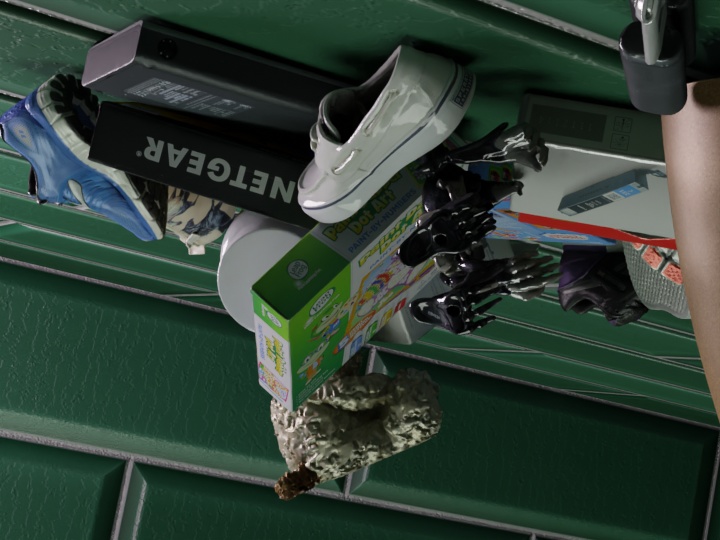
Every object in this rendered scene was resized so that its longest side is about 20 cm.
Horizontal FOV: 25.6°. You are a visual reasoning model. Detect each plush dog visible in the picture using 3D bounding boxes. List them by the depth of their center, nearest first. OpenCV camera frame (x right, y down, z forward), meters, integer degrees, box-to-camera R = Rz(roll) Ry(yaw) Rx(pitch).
[{"bbox_3d":[-0.043,0.109,1.491,0.160,0.173,0.200,-21,177,-31],"label":"plush dog"}]

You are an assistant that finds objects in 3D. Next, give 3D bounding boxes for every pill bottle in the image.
[{"bbox_3d":[-0.061,-0.019,1.403,0.114,0.115,0.200,10,-162,4],"label":"pill bottle"}]

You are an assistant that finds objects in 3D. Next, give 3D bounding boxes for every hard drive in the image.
[{"bbox_3d":[-0.091,-0.131,1.171,0.199,0.033,0.139,14,172,-25],"label":"hard drive"}]

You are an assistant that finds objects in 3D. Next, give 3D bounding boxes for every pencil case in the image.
[{"bbox_3d":[-0.192,-0.079,1.512,0.077,0.090,0.200,-9,165,23],"label":"pencil case"}]

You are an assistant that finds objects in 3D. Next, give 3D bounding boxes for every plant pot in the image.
[{"bbox_3d":[0.259,0.002,0.909,0.185,0.201,0.186,4,177,0],"label":"plant pot"}]

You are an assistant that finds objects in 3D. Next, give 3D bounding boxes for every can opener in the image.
[{"bbox_3d":[0.164,-0.120,0.785,0.067,0.054,0.200,10,174,14],"label":"can opener"}]

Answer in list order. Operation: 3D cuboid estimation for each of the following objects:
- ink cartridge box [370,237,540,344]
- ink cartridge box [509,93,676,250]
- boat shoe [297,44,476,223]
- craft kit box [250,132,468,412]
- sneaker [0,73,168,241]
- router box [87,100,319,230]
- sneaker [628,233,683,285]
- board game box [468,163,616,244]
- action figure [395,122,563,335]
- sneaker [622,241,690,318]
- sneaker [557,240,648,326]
[{"bbox_3d":[0.068,-0.008,1.536,0.200,0.068,0.117,-34,-157,-35],"label":"ink cartridge box"},{"bbox_3d":[0.207,-0.046,1.124,0.199,0.045,0.176,10,152,9],"label":"ink cartridge box"},{"bbox_3d":[-0.001,-0.094,1.079,0.066,0.072,0.200,28,153,-19],"label":"boat shoe"},{"bbox_3d":[0.000,0.000,1.245,0.048,0.200,0.198,40,161,18],"label":"craft kit box"},{"bbox_3d":[-0.235,-0.089,1.359,0.089,0.079,0.200,-18,140,22],"label":"sneaker"},{"bbox_3d":[-0.101,-0.085,1.269,0.199,0.051,0.149,17,-172,5],"label":"router box"},{"bbox_3d":[0.281,-0.028,1.241,0.200,0.082,0.077,34,125,-13],"label":"sneaker"},{"bbox_3d":[0.109,-0.064,1.378,0.151,0.037,0.200,5,169,42],"label":"board game box"},{"bbox_3d":[0.081,-0.030,1.042,0.101,0.119,0.200,-10,-161,14],"label":"action figure"},{"bbox_3d":[0.296,-0.009,1.364,0.104,0.076,0.200,-14,-167,-5],"label":"sneaker"},{"bbox_3d":[0.276,0.014,1.523,0.076,0.088,0.199,17,170,-41],"label":"sneaker"}]
